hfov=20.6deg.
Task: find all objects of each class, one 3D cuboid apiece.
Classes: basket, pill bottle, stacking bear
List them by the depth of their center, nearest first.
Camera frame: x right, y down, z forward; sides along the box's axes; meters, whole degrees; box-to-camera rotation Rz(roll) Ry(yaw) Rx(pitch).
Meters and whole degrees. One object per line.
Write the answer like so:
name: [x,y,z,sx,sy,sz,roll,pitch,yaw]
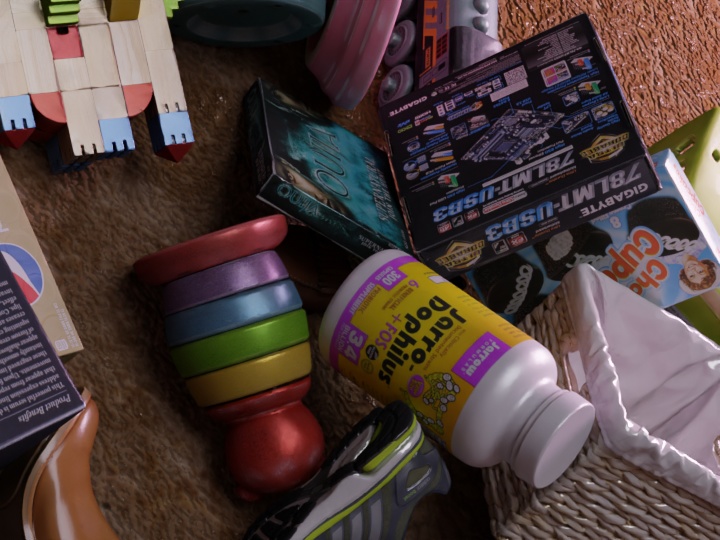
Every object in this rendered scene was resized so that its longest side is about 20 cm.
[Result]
pill bottle: [0.072,0.075,1.462,0.200,0.104,0.104,34,38,25]
stacking bear: [-0.084,0.070,1.483,0.121,0.114,0.200,-18,90,-3]
basket: [0.206,0.139,1.573,0.200,0.161,0.198,31,31,-29]

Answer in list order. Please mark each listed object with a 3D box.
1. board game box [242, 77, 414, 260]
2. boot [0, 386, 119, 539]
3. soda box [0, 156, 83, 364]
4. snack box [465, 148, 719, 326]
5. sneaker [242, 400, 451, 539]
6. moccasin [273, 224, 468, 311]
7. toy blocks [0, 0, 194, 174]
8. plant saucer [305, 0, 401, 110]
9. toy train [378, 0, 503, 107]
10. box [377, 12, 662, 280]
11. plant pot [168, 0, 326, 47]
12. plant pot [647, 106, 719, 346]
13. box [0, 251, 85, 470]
board game box: [-0.028,-0.078,1.597,0.135,0.028,0.200,30,20,-20]
boot: [-0.178,0.193,1.352,0.155,0.077,0.200,31,52,-21]
soda box: [-0.274,-0.015,1.401,0.068,0.064,0.200,-15,77,-44]
snack box: [0.192,-0.009,1.632,0.116,0.200,0.037,58,28,-16]
sneaker: [-0.015,0.190,1.432,0.081,0.200,0.074,45,6,-20]
moccasin: [0.000,0.001,1.612,0.201,0.078,0.074,20,54,-31]
toy blocks: [-0.215,-0.138,1.507,0.200,0.100,0.137,-9,82,-30]
plant saucer: [-0.002,-0.238,1.673,0.051,0.201,0.201,16,54,-9]
toy train: [0.078,-0.208,1.772,0.085,0.114,0.200,24,53,-29]
box: [0.124,-0.101,1.614,0.050,0.200,0.199,58,12,-41]
plant pot: [-0.095,-0.289,1.629,0.200,0.200,0.188,6,77,-38]
plant pot: [0.284,0.009,1.743,0.200,0.199,0.182,49,35,-8]
box: [-0.297,0.047,1.286,0.107,0.148,0.200,-25,84,-45]
